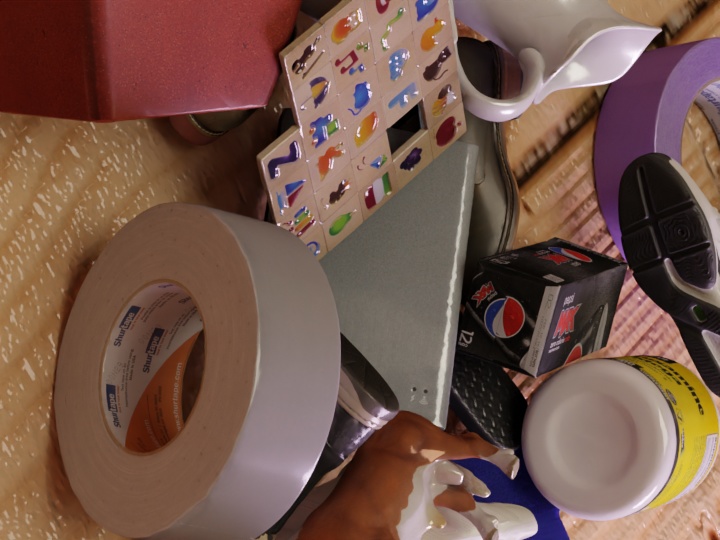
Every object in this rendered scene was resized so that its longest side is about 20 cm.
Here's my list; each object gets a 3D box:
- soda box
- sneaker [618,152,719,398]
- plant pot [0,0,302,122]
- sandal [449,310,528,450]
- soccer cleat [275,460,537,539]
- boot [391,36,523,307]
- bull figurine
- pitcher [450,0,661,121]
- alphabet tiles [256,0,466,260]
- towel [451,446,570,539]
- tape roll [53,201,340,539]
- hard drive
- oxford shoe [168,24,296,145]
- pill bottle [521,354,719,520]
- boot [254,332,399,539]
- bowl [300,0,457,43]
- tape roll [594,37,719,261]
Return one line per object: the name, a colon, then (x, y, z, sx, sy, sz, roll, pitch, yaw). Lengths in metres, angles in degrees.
soda box: (0.131, 0.025, 1.623, 0.200, 0.063, 0.071, -13, 119, -69)
sneaker: (0.270, -0.008, 1.747, 0.115, 0.075, 0.202, -35, 101, -51)
plant pot: (-0.146, -0.184, 1.380, 0.199, 0.199, 0.178, -10, 104, -43)
sandal: (0.046, 0.051, 1.615, 0.201, 0.045, 0.075, 54, 47, -16)
soccer cleat: (0.019, 0.162, 1.519, 0.198, 0.069, 0.078, -4, 74, -9)
boot: (0.059, -0.072, 1.643, 0.096, 0.075, 0.202, 10, 76, -25)
bull figurine: (0.015, 0.166, 1.432, 0.065, 0.120, 0.201, 89, 24, -46)
pitcher: (0.091, -0.206, 1.612, 0.171, 0.121, 0.201, -28, 76, -37)
alphabet tiles: (0.000, -0.102, 1.460, 0.167, 0.008, 0.201, -41, 149, -19)
towel: (0.091, 0.211, 1.603, 0.147, 0.050, 0.201, -6, 67, -40)
tape roll: (-0.101, 0.063, 1.376, 0.066, 0.199, 0.202, 15, 75, -40)
hard drive: (0.000, 0.000, 1.546, 0.138, 0.033, 0.202, 10, 74, -10)
oxford shoe: (-0.061, -0.169, 1.518, 0.070, 0.074, 0.201, 40, 52, -31)
pill bottle: (0.199, 0.119, 1.678, 0.200, 0.111, 0.114, 1, 84, -68)
boot: (-0.080, 0.079, 1.457, 0.151, 0.200, 0.073, -53, 148, 10)
bowl: (-0.019, -0.238, 1.500, 0.200, 0.074, 0.201, 22, 51, -64)
tape roll: (0.275, -0.082, 1.836, 0.199, 0.065, 0.202, 7, 80, -42)
